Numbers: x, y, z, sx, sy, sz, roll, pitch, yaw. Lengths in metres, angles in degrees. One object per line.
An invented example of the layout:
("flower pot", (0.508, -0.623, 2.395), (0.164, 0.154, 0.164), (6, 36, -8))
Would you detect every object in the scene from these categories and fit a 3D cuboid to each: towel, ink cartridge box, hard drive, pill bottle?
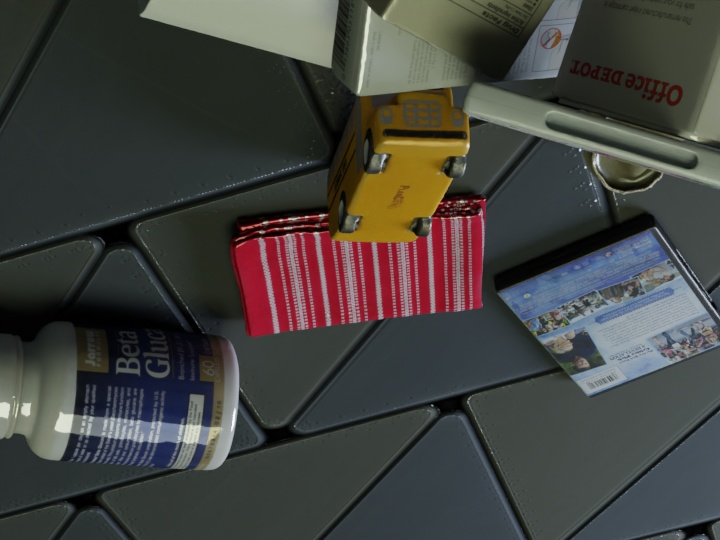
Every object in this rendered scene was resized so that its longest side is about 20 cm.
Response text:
("towel", (0.000, 0.000, 1.459), (0.199, 0.023, 0.145), (-7, 144, -3))
("ink cartridge box", (0.086, -0.199, 1.170), (0.200, 0.050, 0.162), (-9, 127, -25))
("ink cartridge box", (0.211, -0.174, 1.089), (0.084, 0.146, 0.200), (14, 97, -31))
("hard drive", (-0.026, -0.190, 1.197), (0.200, 0.026, 0.132), (13, 138, -26))
("pill bottle", (-0.205, 0.098, 1.473), (0.200, 0.111, 0.111), (6, 141, -19))

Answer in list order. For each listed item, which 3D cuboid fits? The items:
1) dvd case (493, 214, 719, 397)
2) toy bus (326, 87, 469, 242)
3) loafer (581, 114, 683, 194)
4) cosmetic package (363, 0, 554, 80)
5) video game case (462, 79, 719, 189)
("dvd case", (0.217, 0.034, 1.551), (0.142, 0.018, 0.200), (-23, 140, 18))
("toy bus", (0.023, -0.075, 1.269), (0.065, 0.078, 0.200), (2, 160, -9))
("loafer", (0.203, -0.116, 1.304), (0.075, 0.070, 0.200), (-3, 143, -8))
("cosmetic package", (0.086, -0.223, 1.073), (0.105, 0.071, 0.200), (24, 107, -37))
("video game case", (0.153, -0.080, 1.122), (0.182, 0.023, 0.200), (17, -175, 3))
